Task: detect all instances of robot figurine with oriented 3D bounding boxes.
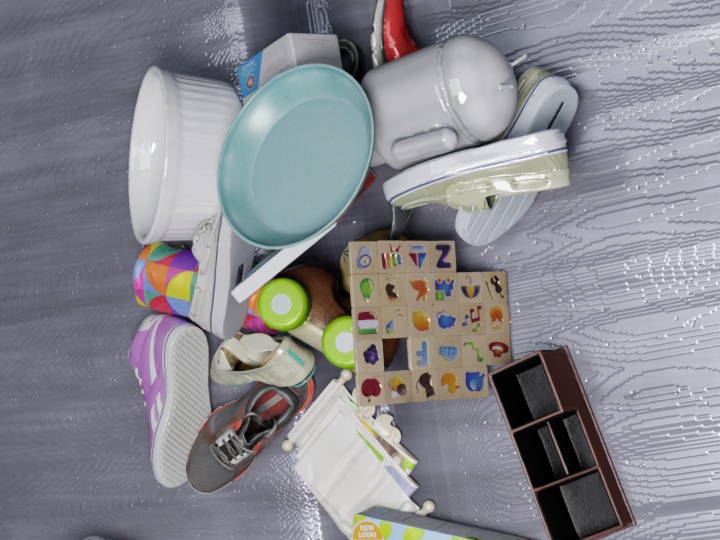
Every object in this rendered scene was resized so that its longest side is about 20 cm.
[{"bbox_3d":[0.078,-0.174,1.614,0.199,0.113,0.170,-18,39,30],"label":"robot figurine"}]

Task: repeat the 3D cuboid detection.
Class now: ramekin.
[{"bbox_3d":[-0.198,-0.128,1.782,0.200,0.097,0.202,-177,90,-70],"label":"ramekin"}]

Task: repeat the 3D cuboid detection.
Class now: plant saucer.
[{"bbox_3d":[-0.060,-0.112,1.602,0.199,0.036,0.202,-14,66,32],"label":"plant saucer"}]

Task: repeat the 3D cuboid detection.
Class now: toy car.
[{"bbox_3d":[0.000,0.000,1.692,0.157,0.164,0.201,30,88,10],"label":"toy car"}]

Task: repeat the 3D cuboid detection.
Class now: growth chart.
[{"bbox_3d":[-0.002,0.225,1.762,0.145,0.018,0.201,-42,71,20],"label":"growth chart"}]

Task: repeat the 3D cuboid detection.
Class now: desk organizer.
[{"bbox_3d":[0.207,0.184,1.622,0.071,0.077,0.201,-26,77,24],"label":"desk organizer"}]

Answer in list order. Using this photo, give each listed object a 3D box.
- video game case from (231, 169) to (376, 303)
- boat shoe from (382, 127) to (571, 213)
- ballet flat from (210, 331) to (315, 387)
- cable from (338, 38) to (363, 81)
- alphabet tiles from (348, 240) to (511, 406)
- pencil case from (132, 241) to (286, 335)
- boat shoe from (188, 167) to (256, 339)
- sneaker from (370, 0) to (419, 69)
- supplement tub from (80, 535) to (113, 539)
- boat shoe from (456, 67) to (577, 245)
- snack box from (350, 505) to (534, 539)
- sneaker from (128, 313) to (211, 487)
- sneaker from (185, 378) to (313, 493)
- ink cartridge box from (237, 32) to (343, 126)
[{"bbox_3d":[-0.059,-0.041,1.704,0.143,0.200,0.017,-38,96,21],"label":"video game case"},{"bbox_3d":[0.118,-0.090,1.588,0.199,0.072,0.063,-15,86,23],"label":"boat shoe"},{"bbox_3d":[-0.122,0.092,1.766,0.199,0.062,0.068,-4,47,53],"label":"ballet flat"},{"bbox_3d":[-0.046,-0.162,1.777,0.097,0.050,0.201,36,106,30],"label":"cable"},{"bbox_3d":[0.076,0.052,1.639,0.008,0.199,0.169,-9,84,57],"label":"alphabet tiles"},{"bbox_3d":[-0.172,0.016,1.822,0.199,0.088,0.089,14,95,27],"label":"pencil case"},{"bbox_3d":[-0.154,-0.024,1.714,0.069,0.071,0.201,22,120,22],"label":"boat shoe"},{"bbox_3d":[0.061,-0.214,1.725,0.084,0.077,0.202,-10,90,10],"label":"sneaker"},{"bbox_3d":[-0.255,0.395,1.830,0.199,0.122,0.124,14,95,27],"label":"supplement tub"},{"bbox_3d":[0.161,-0.121,1.663,0.201,0.072,0.062,-58,36,14],"label":"boat shoe"},{"bbox_3d":[0.082,0.356,1.679,0.199,0.068,0.170,9,94,21],"label":"snack box"},{"bbox_3d":[-0.233,0.150,1.867,0.114,0.072,0.202,17,104,48],"label":"sneaker"},{"bbox_3d":[-0.138,0.185,1.788,0.077,0.082,0.200,41,108,-2],"label":"sneaker"},{"bbox_3d":[-0.065,-0.144,1.708,0.116,0.067,0.202,-22,74,53],"label":"ink cartridge box"}]
